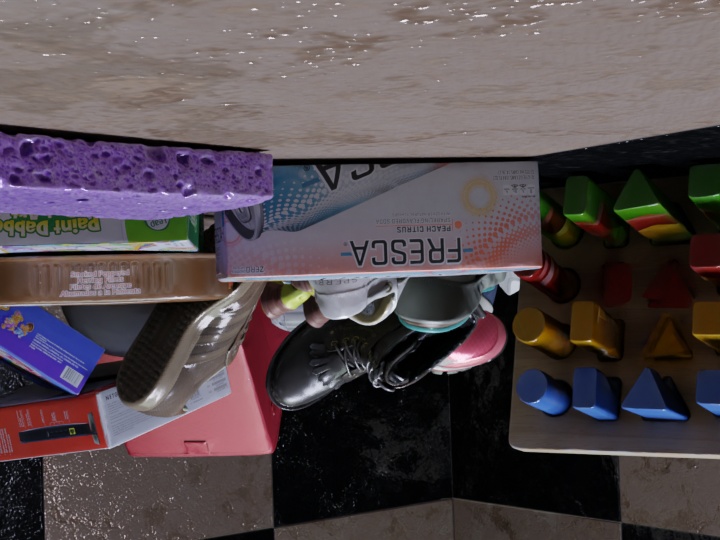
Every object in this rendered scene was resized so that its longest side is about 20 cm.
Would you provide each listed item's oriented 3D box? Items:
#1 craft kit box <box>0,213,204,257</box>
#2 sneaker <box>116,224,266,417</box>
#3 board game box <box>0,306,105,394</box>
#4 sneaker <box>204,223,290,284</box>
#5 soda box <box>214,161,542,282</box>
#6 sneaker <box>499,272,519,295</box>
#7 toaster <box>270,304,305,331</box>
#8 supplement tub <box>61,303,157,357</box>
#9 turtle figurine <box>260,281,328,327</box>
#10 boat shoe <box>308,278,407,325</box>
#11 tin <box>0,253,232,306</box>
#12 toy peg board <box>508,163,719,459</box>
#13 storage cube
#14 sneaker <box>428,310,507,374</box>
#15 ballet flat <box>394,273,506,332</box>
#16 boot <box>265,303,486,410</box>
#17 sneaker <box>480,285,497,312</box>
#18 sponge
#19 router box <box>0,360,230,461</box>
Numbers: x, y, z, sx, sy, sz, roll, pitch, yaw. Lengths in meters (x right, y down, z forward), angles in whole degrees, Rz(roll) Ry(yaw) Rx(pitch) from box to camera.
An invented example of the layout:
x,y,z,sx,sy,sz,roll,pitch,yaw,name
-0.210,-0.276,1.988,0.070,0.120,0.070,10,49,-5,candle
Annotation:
x,y,z,sx,sy,sz,roll,pitch,yaw,name
-0.213,-0.032,0.879,0.195,0.049,0.200,1,178,-4,craft kit box
-0.126,0.037,1.045,0.070,0.200,0.075,42,-175,34,sneaker
-0.326,0.031,1.044,0.199,0.045,0.134,37,162,-21,board game box
-0.069,-0.020,1.148,0.086,0.078,0.199,-12,-178,37,sneaker
0.010,-0.030,0.763,0.198,0.069,0.064,-2,178,-13,soda box
0.160,-0.034,1.136,0.082,0.074,0.200,-32,174,-4,sneaker
-0.027,0.016,1.367,0.128,0.115,0.200,-3,-179,9,toaster
-0.198,0.017,1.159,0.121,0.124,0.200,-2,177,3,supplement tub
0.000,0.000,1.066,0.199,0.065,0.161,-6,161,-48,turtle figurine
0.000,0.005,0.895,0.070,0.070,0.200,-5,-179,16,boat shoe
-0.195,0.008,0.941,0.198,0.042,0.112,-1,174,-10,tin
0.185,0.021,0.858,0.198,0.201,0.098,-3,162,33,toy peg board
-0.184,0.084,1.373,0.198,0.181,0.172,-1,-138,10,storage cube
0.050,0.050,1.216,0.198,0.074,0.087,12,164,0,sneaker
0.074,-0.003,0.996,0.067,0.064,0.200,11,-166,18,ballet flat
0.006,0.071,1.087,0.199,0.069,0.174,-37,-166,-1,boot
0.084,-0.022,1.253,0.074,0.085,0.200,8,159,31,sneaker
-0.154,-0.048,0.646,0.111,0.030,0.199,-4,177,43,sponge
-0.247,0.123,1.139,0.178,0.049,0.200,-10,-176,26,router box
